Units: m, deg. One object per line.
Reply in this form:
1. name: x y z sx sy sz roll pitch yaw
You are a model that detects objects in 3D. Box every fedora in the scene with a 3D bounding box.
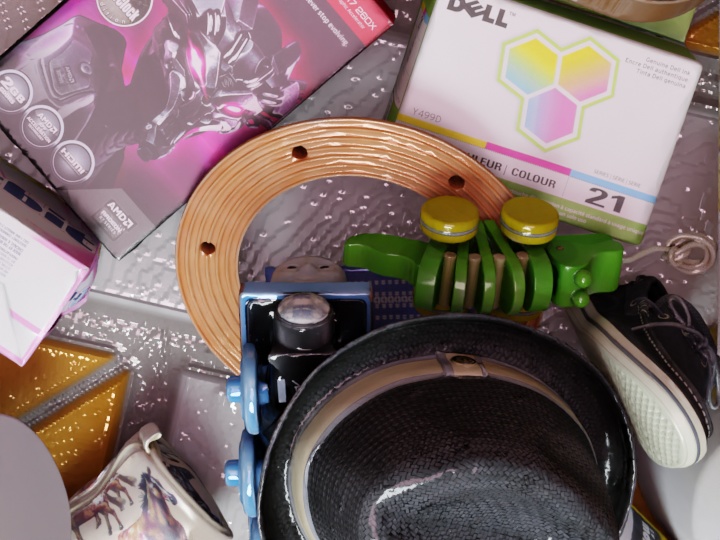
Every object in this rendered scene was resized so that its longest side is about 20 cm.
1. fedora: 0.053 0.118 1.266 0.200 0.092 0.201 -5 109 -15

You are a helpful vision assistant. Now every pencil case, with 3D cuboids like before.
1. pencil case: -0.163 0.170 1.441 0.200 0.078 0.089 -40 123 9

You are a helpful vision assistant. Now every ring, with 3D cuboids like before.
1. ring: 0.000 0.000 1.386 0.200 0.019 0.201 4 126 5

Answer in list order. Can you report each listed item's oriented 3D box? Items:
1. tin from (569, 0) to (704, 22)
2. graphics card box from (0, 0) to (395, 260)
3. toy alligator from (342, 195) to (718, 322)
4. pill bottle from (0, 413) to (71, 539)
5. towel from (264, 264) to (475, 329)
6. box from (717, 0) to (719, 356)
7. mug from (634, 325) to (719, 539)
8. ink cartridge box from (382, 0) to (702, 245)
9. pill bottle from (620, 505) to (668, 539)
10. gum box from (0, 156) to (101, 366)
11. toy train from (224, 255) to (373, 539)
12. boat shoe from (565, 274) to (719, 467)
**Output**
1. tin: 0.103 -0.198 1.340 0.199 0.042 0.112 22 65 -4
2. graphics card box: -0.095 -0.117 1.385 0.200 0.051 0.126 -39 99 6
3. toy alligator: 0.092 0.001 1.327 0.199 0.054 0.059 1 122 -9
4. pill bottle: -0.261 0.148 1.388 0.200 0.116 0.116 -20 103 25
5. towel: 0.023 0.092 1.456 0.144 0.024 0.201 -3 101 3
6. box: 0.214 -0.052 1.364 0.039 0.041 0.201 12 75 -38
7. mug: 0.227 0.096 1.387 0.149 0.153 0.187 -1 103 1
8. ink cartridge box: 0.109 -0.135 1.373 0.147 0.076 0.201 17 104 -4
9. pill bottle: 0.127 0.184 1.412 0.112 0.112 0.200 -43 111 9
10. gum box: -0.228 -0.036 1.375 0.200 0.114 0.066 34 100 -7
11. toy train: -0.027 0.084 1.365 0.086 0.114 0.201 -2 123 0
12. boat shoe: 0.155 0.046 1.352 0.062 0.200 0.075 -25 104 1
